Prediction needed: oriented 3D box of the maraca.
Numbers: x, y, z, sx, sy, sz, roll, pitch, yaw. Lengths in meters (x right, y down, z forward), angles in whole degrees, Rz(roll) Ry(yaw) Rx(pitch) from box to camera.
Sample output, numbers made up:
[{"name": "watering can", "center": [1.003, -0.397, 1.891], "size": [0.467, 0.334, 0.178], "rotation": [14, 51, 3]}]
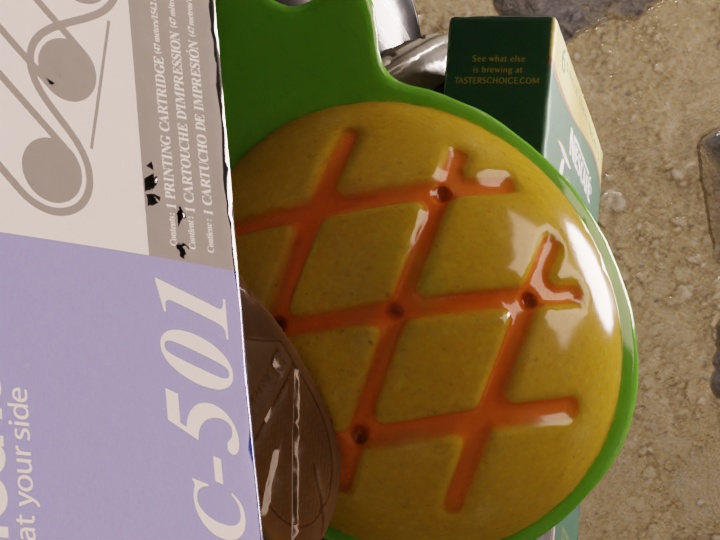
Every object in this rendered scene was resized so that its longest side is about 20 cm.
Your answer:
[{"name": "maraca", "center": [0.000, 0.000, 0.858], "size": [0.200, 0.137, 0.107], "rotation": [51, -5, 7]}]

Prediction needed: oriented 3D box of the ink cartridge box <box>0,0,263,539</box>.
[{"name": "ink cartridge box", "center": [-0.078, -0.008, 0.667], "size": [0.094, 0.044, 0.201], "rotation": [9, 66, -37]}]

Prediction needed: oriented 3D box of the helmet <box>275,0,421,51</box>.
[{"name": "helmet", "center": [-0.074, -0.087, 1.114], "size": [0.200, 0.199, 0.191], "rotation": [-110, -167, -51]}]

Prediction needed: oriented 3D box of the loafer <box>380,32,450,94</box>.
[{"name": "loafer", "center": [-0.018, -0.020, 0.987], "size": [0.070, 0.200, 0.070], "rotation": [-23, -75, 49]}]

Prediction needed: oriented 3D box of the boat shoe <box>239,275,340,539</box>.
[{"name": "boat shoe", "center": [-0.076, 0.002, 0.773], "size": [0.201, 0.072, 0.072], "rotation": [61, 37, -28]}]

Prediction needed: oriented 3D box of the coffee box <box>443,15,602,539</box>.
[{"name": "coffee box", "center": [0.055, 0.021, 0.997], "size": [0.123, 0.044, 0.201], "rotation": [60, 32, -62]}]
